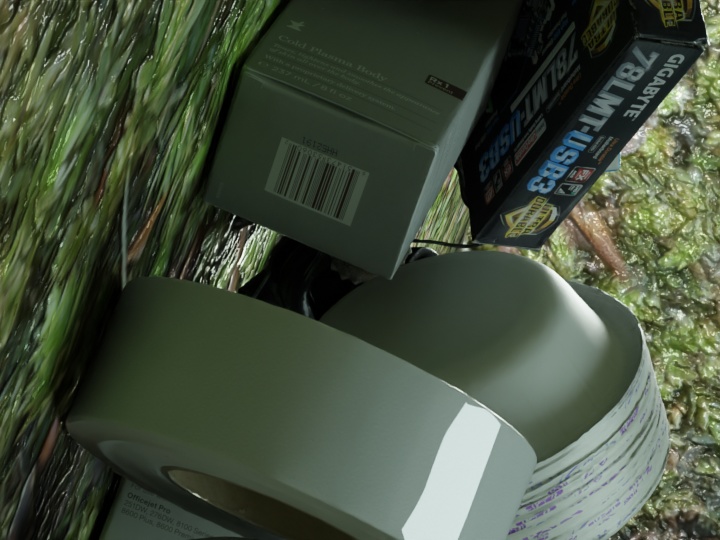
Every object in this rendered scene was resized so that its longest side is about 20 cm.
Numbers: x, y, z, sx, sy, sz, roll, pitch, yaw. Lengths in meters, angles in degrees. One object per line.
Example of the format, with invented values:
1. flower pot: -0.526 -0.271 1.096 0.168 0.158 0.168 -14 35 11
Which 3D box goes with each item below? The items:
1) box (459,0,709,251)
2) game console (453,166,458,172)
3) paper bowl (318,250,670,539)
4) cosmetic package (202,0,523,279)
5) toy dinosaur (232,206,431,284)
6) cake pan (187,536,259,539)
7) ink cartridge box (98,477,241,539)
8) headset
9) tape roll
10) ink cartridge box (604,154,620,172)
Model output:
1. box: 0.103 -0.145 1.556 0.200 0.049 0.199 125 -37 -51
2. game console: 0.066 -0.154 1.791 0.200 0.116 0.176 92 21 -77
3. paper bowl: 0.047 0.066 1.473 0.201 0.200 0.105 -62 141 -51
4. cosmetic package: 0.005 -0.090 1.476 0.200 0.106 0.090 -64 175 -55
5. toy dinosaur: -0.004 -0.045 1.582 0.200 0.102 0.077 -54 165 -67
6. cake pan: -0.092 0.192 1.353 0.037 0.200 0.201 60 -32 36
7. ink cartridge box: -0.105 0.186 1.579 0.145 0.084 0.201 -19 130 -84
8. headset: 0.000 0.000 1.627 0.200 0.123 0.094 -37 125 -27
9. tape roll: -0.027 0.077 1.300 0.202 0.202 0.071 91 21 -76
10. ink cartridge box: 0.108 -0.162 1.773 0.200 0.067 0.116 -99 -178 -48
